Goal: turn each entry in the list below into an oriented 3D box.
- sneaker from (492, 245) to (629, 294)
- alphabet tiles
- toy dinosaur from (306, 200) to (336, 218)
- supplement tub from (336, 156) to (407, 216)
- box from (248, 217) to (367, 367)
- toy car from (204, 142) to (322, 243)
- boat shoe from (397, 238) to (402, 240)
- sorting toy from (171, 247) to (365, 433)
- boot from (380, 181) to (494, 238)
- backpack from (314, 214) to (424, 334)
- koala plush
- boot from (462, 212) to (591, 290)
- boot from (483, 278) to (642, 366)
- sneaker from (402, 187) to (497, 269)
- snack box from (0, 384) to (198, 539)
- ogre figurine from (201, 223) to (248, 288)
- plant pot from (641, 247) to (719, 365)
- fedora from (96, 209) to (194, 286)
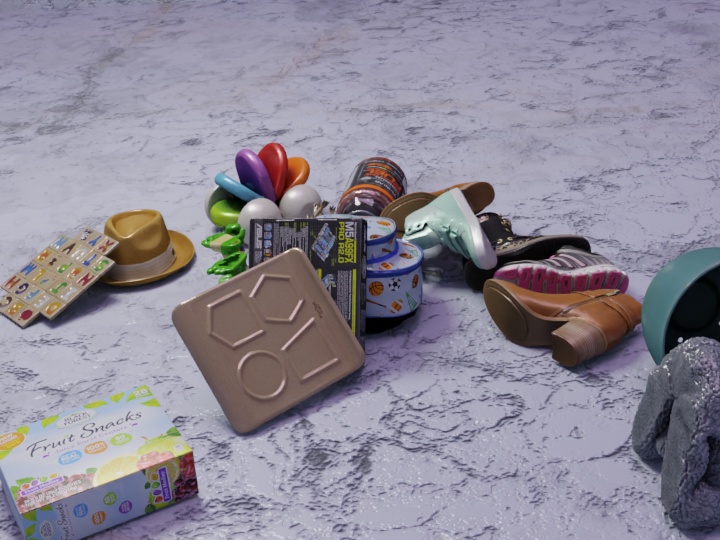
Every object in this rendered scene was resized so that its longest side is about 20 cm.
[{"bbox_3d":[0.287,0.008,1.593,0.198,0.074,0.088,-2,27,-6],"label":"sneaker"},{"bbox_3d":[-0.480,0.007,1.715,0.166,0.006,0.200,23,59,42],"label":"alphabet tiles"},{"bbox_3d":[-0.081,-0.048,1.758,0.058,0.101,0.201,36,46,-5],"label":"toy dinosaur"},{"bbox_3d":[0.018,-0.109,1.828,0.106,0.108,0.200,0,28,10],"label":"supplement tub"},{"bbox_3d":[-0.072,0.029,1.475,0.159,0.202,0.044,0,-4,10],"label":"box"},{"bbox_3d":[-0.171,-0.142,1.873,0.199,0.151,0.175,-21,31,-29],"label":"toy car"},{"bbox_3d":[-0.005,-0.031,1.708,0.197,0.075,0.066,1,33,5],"label":"boat shoe"},{"bbox_3d":[-0.119,0.089,1.410,0.199,0.186,0.036,-28,-10,-23],"label":"sorting toy"},{"bbox_3d":[0.114,-0.098,1.786,0.199,0.077,0.155,-24,2,-11],"label":"boot"},{"bbox_3d":[0.000,0.000,1.581,0.189,0.155,0.200,6,25,1],"label":"backpack"},{"bbox_3d":[0.424,0.165,1.174,0.198,0.185,0.178,5,26,-6],"label":"koala plush"},{"bbox_3d":[0.244,-0.040,1.694,0.198,0.074,0.151,-15,28,-1],"label":"boot"},{"bbox_3d":[0.282,0.053,1.508,0.154,0.074,0.200,-25,45,-32],"label":"boot"},{"bbox_3d":[0.128,-0.040,1.622,0.118,0.074,0.201,-28,31,4],"label":"sneaker"},{"bbox_3d":[-0.312,0.226,1.264,0.199,0.068,0.169,-16,29,-23],"label":"snack box"},{"bbox_3d":[-0.183,0.022,1.589,0.097,0.121,0.200,-18,28,-17],"label":"ogre figurine"},{"bbox_3d":[0.438,0.061,1.335,0.199,0.202,0.161,-7,15,-4],"label":"plant pot"},{"bbox_3d":[-0.371,-0.049,1.797,0.199,0.082,0.201,-4,27,2],"label":"fedora"}]
